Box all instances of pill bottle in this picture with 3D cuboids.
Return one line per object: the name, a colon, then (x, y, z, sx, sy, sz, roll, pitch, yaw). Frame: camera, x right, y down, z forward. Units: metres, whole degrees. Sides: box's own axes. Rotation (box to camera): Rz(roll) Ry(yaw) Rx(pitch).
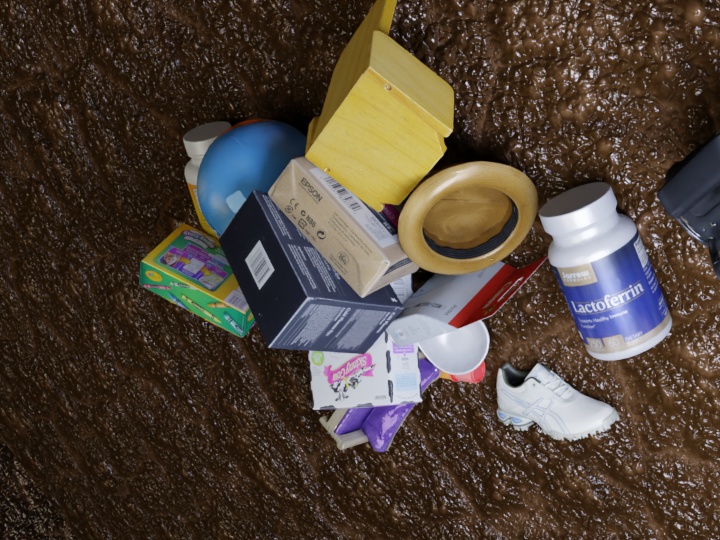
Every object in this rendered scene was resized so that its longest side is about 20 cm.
pill bottle: (-0.225, -0.136, 1.720, 0.110, 0.111, 0.202, 11, 126, 39)
pill bottle: (0.302, 0.000, 1.301, 0.115, 0.116, 0.202, -10, 112, 47)

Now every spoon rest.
spoon rest: (0.103, 0.083, 1.584, 0.199, 0.061, 0.100, 30, 98, 18)

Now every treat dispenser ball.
treat dispenser ball: (-0.148, -0.127, 1.580, 0.200, 0.201, 0.203, 25, 135, 29)

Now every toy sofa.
toy sofa: (0.031, 0.195, 1.631, 0.098, 0.082, 0.201, 46, 118, 26)

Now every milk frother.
milk frother: (0.429, -0.071, 1.068, 0.200, 0.180, 0.188, 49, 142, 8)

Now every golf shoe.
golf shoe: (0.275, 0.184, 1.507, 0.199, 0.078, 0.098, 2, 115, 42)

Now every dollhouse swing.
dollhouse swing: (0.040, -0.226, 1.375, 0.181, 0.176, 0.200, 36, 141, -6)

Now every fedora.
fedora: (0.136, -0.084, 1.388, 0.082, 0.198, 0.202, -113, 21, -46)

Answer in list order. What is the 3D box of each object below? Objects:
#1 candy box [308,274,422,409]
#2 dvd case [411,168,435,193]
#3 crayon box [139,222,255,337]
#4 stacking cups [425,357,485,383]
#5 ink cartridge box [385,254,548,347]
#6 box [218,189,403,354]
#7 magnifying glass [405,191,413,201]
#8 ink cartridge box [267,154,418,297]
candy box: (0.001, 0.102, 1.551, 0.167, 0.071, 0.203, -11, 82, 42)
dvd case: (0.026, -0.156, 1.531, 0.200, 0.018, 0.143, 48, 140, 5)
crayon box: (-0.239, 0.013, 1.675, 0.198, 0.119, 0.059, 26, 133, 14)
stacking cups: (0.104, 0.148, 1.656, 0.198, 0.060, 0.061, 11, 126, 39)
ink cartridge box: (0.144, 0.028, 1.443, 0.199, 0.160, 0.048, -25, 103, 50)
box: (-0.070, 0.005, 1.446, 0.104, 0.181, 0.201, -50, 52, 29)
magnifying glass: (0.043, -0.107, 1.523, 0.199, 0.022, 0.080, 38, 139, 15)
ink cartridge box: (-0.006, -0.074, 1.445, 0.200, 0.164, 0.075, 47, 122, 11)
